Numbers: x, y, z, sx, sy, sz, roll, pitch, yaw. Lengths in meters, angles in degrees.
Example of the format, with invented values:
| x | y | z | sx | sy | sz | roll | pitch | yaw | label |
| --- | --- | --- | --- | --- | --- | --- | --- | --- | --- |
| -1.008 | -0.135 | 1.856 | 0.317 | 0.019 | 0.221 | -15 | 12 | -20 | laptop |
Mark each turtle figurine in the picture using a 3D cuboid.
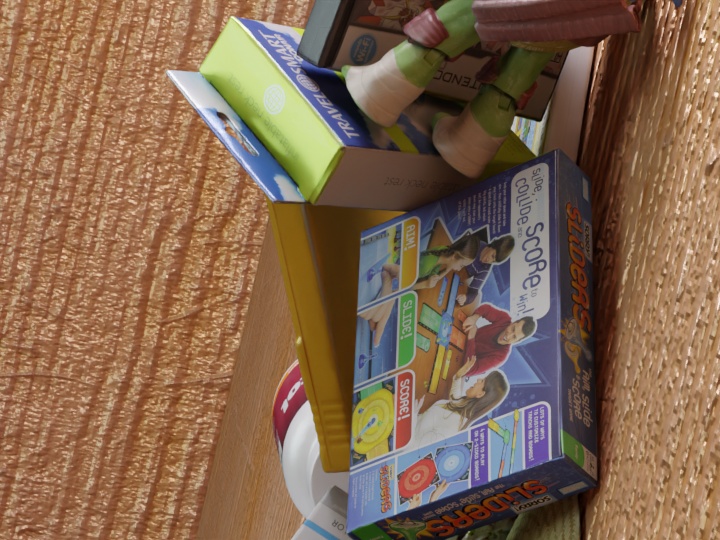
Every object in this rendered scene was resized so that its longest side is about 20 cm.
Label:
| x | y | z | sx | sy | sz | roll | pitch | yaw | label |
| --- | --- | --- | --- | --- | --- | --- | --- | --- | --- |
| 0.080 | -0.163 | 1.408 | 0.194 | 0.200 | 0.144 | -48 | -25 | 21 | turtle figurine |

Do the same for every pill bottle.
| x | y | z | sx | sy | sz | roll | pitch | yaw | label |
| --- | --- | --- | --- | --- | --- | --- | --- | --- | --- |
| 0.001 | 0.118 | 1.752 | 0.200 | 0.113 | 0.113 | -120 | 43 | -78 | pill bottle |

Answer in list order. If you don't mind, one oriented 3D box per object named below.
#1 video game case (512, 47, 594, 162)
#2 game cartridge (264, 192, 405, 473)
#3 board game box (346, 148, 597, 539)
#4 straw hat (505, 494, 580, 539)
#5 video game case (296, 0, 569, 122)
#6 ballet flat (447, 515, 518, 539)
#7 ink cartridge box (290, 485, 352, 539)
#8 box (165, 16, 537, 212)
| x | y | z | sx | sy | sz | roll | pitch | yaw | label |
| --- | --- | --- | --- | --- | --- | --- | --- | --- | --- |
| 0.099 | -0.029 | 1.596 | 0.182 | 0.023 | 0.201 | 122 | 160 | -70 | video game case |
| 0.000 | 0.000 | 1.564 | 0.176 | 0.032 | 0.201 | -34 | -63 | -63 | game cartridge |
| 0.059 | 0.043 | 1.376 | 0.135 | 0.034 | 0.200 | -22 | 46 | 30 | board game box |
| 0.047 | 0.193 | 1.364 | 0.201 | 0.085 | 0.202 | -168 | 90 | -84 | straw hat |
| 0.070 | -0.193 | 1.459 | 0.025 | 0.180 | 0.200 | 33 | 107 | 46 | video game case |
| 0.065 | 0.087 | 1.441 | 0.076 | 0.064 | 0.201 | 21 | 109 | 41 | ballet flat |
| -0.030 | 0.235 | 1.492 | 0.200 | 0.104 | 0.059 | -52 | -16 | -21 | ink cartridge box |
| 0.000 | -0.084 | 1.471 | 0.122 | 0.200 | 0.048 | 49 | 119 | 32 | box |
